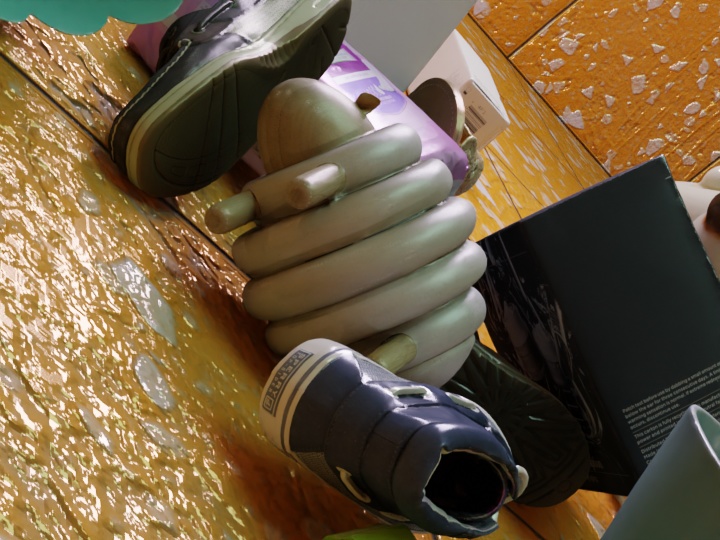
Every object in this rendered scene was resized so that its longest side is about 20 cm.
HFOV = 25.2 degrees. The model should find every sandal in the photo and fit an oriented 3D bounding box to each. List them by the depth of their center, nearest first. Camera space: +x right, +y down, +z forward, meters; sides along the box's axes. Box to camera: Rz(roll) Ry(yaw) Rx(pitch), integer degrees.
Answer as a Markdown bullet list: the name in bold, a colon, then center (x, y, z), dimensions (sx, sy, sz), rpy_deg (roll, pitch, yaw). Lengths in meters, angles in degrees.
- **sandal**: center (0.052, -0.083, 1.126), dimensions (0.069, 0.078, 0.212), rpy_deg (21, -6, -21)

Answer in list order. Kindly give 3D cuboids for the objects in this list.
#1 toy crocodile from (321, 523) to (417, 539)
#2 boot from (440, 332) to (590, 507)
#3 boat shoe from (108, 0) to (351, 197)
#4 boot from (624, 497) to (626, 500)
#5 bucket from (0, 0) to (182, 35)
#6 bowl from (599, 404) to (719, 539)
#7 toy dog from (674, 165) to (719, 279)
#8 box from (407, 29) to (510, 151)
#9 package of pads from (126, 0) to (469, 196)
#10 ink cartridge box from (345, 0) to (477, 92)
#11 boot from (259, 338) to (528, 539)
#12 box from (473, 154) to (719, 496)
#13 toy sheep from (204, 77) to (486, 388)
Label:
- **toy crocodile**: center (0.048, 0.181, 0.620), dimensions (0.067, 0.062, 0.200), rpy_deg (-7, 52, -52)
- **boot**: center (0.061, 0.043, 1.039), dimensions (0.182, 0.072, 0.200), rpy_deg (48, 7, -24)
- **boat shoe**: center (-0.077, -0.105, 0.856), dimensions (0.066, 0.072, 0.201), rpy_deg (26, 42, 17)
- **boot**: center (0.263, 0.113, 1.217), dimensions (0.073, 0.200, 0.156), rpy_deg (32, 17, -18)
- **bucket**: center (-0.140, -0.233, 0.793), dimensions (0.207, 0.207, 0.135), rpy_deg (35, 13, -50)
- **bowl**: center (0.190, 0.179, 0.816), dimensions (0.201, 0.105, 0.201), rpy_deg (48, 14, -16)
- **toy dog**: center (0.260, -0.013, 1.128), dimensions (0.193, 0.140, 0.200), rpy_deg (21, 9, -2)
- **box**: center (0.100, -0.185, 1.720), dimensions (0.068, 0.082, 0.200), rpy_deg (46, 15, -18)
- **package of pads**: center (-0.034, -0.101, 0.981), dimensions (0.200, 0.076, 0.120), rpy_deg (44, 20, 9)
- **ink cartridge box**: center (-0.023, -0.238, 1.158), dimensions (0.146, 0.147, 0.200), rpy_deg (43, -7, -35)
- **boot**: center (0.039, 0.095, 0.722), dimensions (0.090, 0.073, 0.200), rpy_deg (29, 0, 35)
- **box**: center (0.159, 0.041, 1.043), dimensions (0.200, 0.104, 0.183), rpy_deg (146, -80, -80)
- **toy sheep**: center (0.000, 0.000, 0.800), dimensions (0.138, 0.137, 0.201), rpy_deg (-54, 126, -76)
